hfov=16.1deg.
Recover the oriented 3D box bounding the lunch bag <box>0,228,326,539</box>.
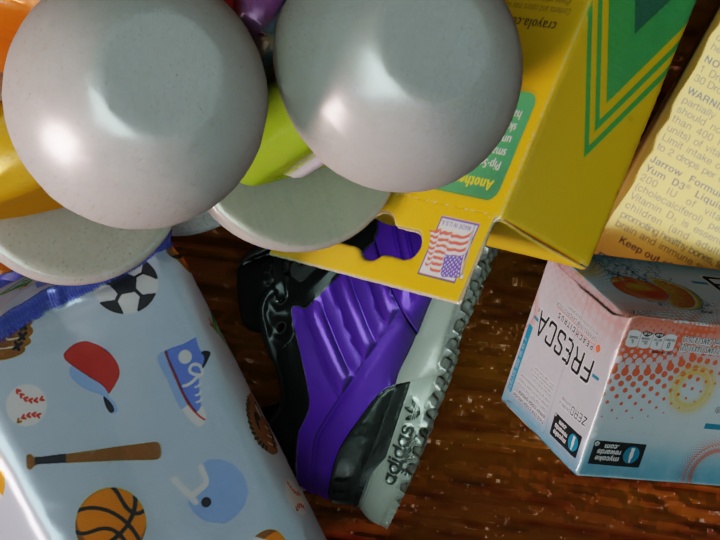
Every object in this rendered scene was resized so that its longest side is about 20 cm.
[{"bbox_3d":[-0.102,0.078,1.015,0.124,0.200,0.170,-27,95,-19],"label":"lunch bag"}]

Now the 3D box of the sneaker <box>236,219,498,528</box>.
[{"bbox_3d":[0.000,0.000,1.044,0.099,0.070,0.200,20,101,6],"label":"sneaker"}]

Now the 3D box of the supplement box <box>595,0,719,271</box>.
[{"bbox_3d":[0.136,-0.028,1.022,0.069,0.067,0.200,26,103,2],"label":"supplement box"}]

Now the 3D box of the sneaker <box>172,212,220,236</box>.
[{"bbox_3d":[-0.034,-0.103,0.974,0.077,0.082,0.200,35,118,-23],"label":"sneaker"}]

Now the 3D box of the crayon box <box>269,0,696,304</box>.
[{"bbox_3d":[0.055,-0.080,0.950,0.052,0.126,0.200,28,82,-36],"label":"crayon box"}]

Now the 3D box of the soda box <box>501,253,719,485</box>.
[{"bbox_3d":[0.159,0.043,0.980,0.200,0.064,0.068,7,110,-28],"label":"soda box"}]

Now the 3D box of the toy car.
[{"bbox_3d":[-0.052,-0.083,0.854,0.200,0.175,0.150,-9,83,-20],"label":"toy car"}]
